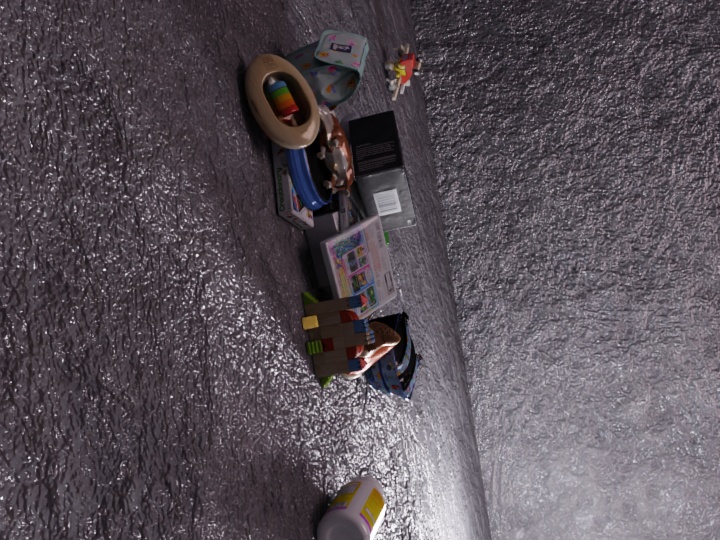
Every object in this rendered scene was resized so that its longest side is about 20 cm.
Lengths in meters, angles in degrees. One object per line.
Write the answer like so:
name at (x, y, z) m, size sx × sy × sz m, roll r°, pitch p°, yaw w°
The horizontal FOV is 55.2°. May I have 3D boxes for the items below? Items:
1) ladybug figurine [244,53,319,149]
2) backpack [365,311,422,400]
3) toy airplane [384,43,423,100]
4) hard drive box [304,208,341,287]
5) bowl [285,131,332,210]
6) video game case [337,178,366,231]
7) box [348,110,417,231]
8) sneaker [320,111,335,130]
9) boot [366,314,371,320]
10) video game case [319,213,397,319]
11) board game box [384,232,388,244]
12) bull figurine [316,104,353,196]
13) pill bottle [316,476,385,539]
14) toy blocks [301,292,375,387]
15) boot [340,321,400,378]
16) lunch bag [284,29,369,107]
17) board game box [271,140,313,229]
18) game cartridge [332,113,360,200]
ladybug figurine at (-0.158, -0.326, 1.346) m, size 0.072 × 0.135 × 0.202 m, roll -26°, pitch -91°, yaw 61°
backpack at (0.073, 0.232, 1.747) m, size 0.201 × 0.133 × 0.184 m, roll -77°, pitch 152°, yaw -57°
toy airplane at (0.161, -0.816, 2.812) m, size 0.201 × 0.140 × 0.201 m, roll -92°, pitch -158°, yaw -58°
hard drive box at (-0.054, -0.060, 1.601) m, size 0.200 × 0.076 × 0.158 m, roll -41°, pitch 118°, yaw -72°
bowl at (-0.106, -0.231, 1.469) m, size 0.200 × 0.039 × 0.203 m, roll -10°, pitch 90°, yaw -76°
video game case at (-0.010, -0.125, 1.623) m, size 0.200 × 0.023 × 0.184 m, roll 52°, pitch 29°, yaw -60°
box at (0.052, -0.230, 1.626) m, size 0.198 × 0.116 × 0.202 m, roll 71°, pitch 10°, yaw -50°
sneaker at (-0.085, -0.337, 1.678) m, size 0.200 × 0.072 × 0.086 m, roll 38°, pitch 41°, yaw -69°
boot at (-0.009, 0.065, 1.559) m, size 0.138 × 0.077 × 0.202 m, roll 21°, pitch 88°, yaw -67°
video game case at (0.000, 0.000, 1.515) m, size 0.181 × 0.024 × 0.202 m, roll -31°, pitch 115°, yaw -41°
board game box at (0.017, -0.130, 1.800) m, size 0.153 × 0.040 × 0.202 m, roll 136°, pitch -44°, yaw -55°
bull figurine at (-0.058, -0.254, 1.466) m, size 0.122 × 0.064 × 0.201 m, roll -79°, pitch 154°, yaw -53°
pill bottle at (-0.009, 0.478, 1.345) m, size 0.200 × 0.103 × 0.106 m, roll -26°, pitch 105°, yaw -73°
toy blocks at (-0.035, 0.134, 1.425) m, size 0.100 × 0.135 × 0.203 m, roll 2°, pitch 78°, yaw -74°
boot at (0.017, 0.186, 1.602) m, size 0.199 × 0.075 × 0.108 m, roll -15°, pitch 139°, yaw -56°
lunch bag at (-0.077, -0.444, 1.531) m, size 0.122 × 0.198 × 0.171 m, roll 57°, pitch 27°, yaw -33°
board game box at (-0.144, -0.199, 1.450) m, size 0.126 × 0.034 × 0.203 m, roll 35°, pitch 47°, yaw -70°
game cartridge at (-0.041, -0.283, 1.727) m, size 0.133 × 0.041 × 0.202 m, roll -72°, pitch 173°, yaw -67°
